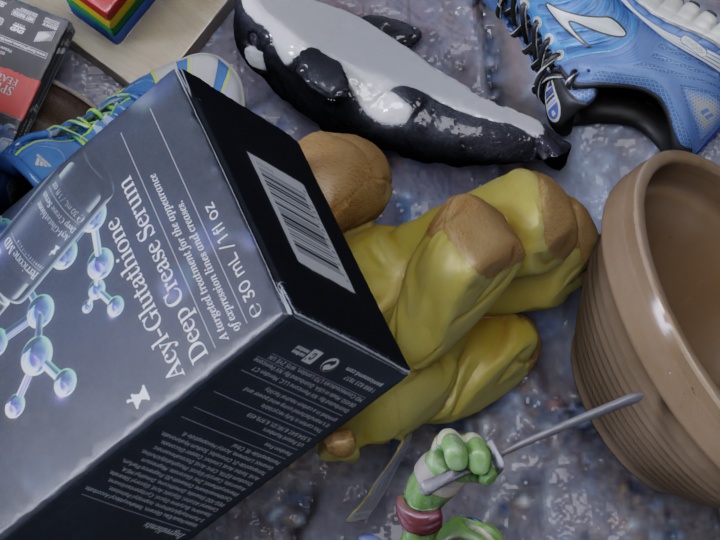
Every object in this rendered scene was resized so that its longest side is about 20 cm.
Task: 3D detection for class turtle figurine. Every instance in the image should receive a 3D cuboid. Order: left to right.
[{"bbox_3d":[0.063,0.151,0.979,0.198,0.194,0.145,6,115,22],"label":"turtle figurine"}]

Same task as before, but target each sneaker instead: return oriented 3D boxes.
[{"bbox_3d":[-0.133,-0.048,1.119,0.076,0.105,0.200,42,75,7],"label":"sneaker"},{"bbox_3d":[0.114,-0.128,1.181,0.199,0.079,0.089,33,76,9],"label":"sneaker"}]

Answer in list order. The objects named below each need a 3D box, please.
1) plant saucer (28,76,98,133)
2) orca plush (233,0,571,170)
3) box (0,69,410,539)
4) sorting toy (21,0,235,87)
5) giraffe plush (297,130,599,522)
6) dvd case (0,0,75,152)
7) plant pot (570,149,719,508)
[{"bbox_3d":[-0.207,-0.012,1.184,0.198,0.032,0.202,-1,76,2],"label":"plant saucer"},{"bbox_3d":[0.015,-0.085,1.195,0.198,0.071,0.105,18,32,-4],"label":"orca plush"},{"bbox_3d":[-0.103,0.034,1.025,0.200,0.107,0.149,-38,57,17],"label":"box"},{"bbox_3d":[-0.136,-0.235,1.220,0.199,0.070,0.199,36,79,10],"label":"sorting toy"},{"bbox_3d":[0.000,0.000,1.121,0.162,0.172,0.200,42,98,22],"label":"giraffe plush"},{"bbox_3d":[-0.259,-0.070,1.174,0.145,0.022,0.201,21,76,7],"label":"dvd case"},{"bbox_3d":[0.171,0.047,1.102,0.092,0.200,0.202,-34,74,30],"label":"plant pot"}]
